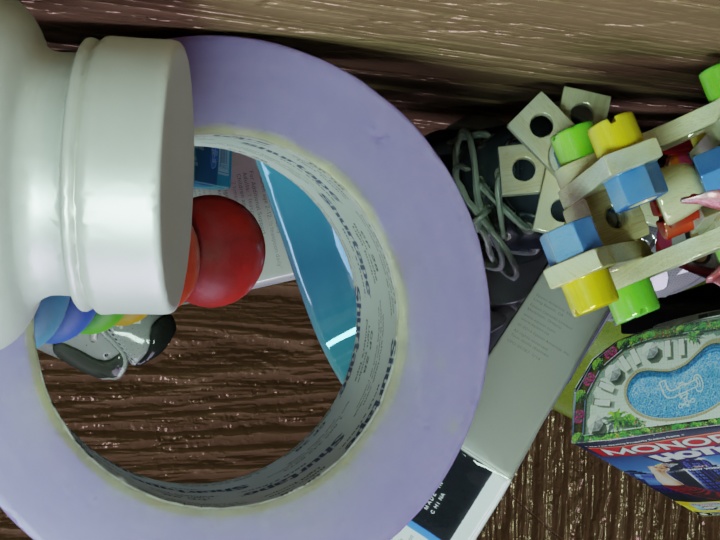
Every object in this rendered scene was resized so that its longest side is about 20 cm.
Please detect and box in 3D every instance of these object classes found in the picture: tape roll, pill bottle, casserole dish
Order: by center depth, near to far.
[{"bbox_3d":[-0.153,-0.031,0.653,0.198,0.112,0.111,2,180,2],"label":"pill bottle"},{"bbox_3d":[-0.057,0.017,0.803,0.198,0.202,0.085,2,-179,-11],"label":"tape roll"},{"bbox_3d":[0.000,0.000,0.988,0.039,0.201,0.121,-26,-143,-11],"label":"casserole dish"}]

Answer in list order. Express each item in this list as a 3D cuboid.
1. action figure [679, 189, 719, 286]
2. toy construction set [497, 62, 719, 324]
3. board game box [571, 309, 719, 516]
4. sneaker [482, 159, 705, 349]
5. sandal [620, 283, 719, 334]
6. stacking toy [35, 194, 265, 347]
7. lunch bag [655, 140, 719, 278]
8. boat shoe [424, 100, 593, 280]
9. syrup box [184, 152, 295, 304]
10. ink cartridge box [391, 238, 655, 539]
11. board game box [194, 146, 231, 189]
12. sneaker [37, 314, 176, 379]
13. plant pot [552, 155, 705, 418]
[{"bbox_3d":[0.190,-0.028,0.698,0.198,0.135,0.149,-2,-163,-15],"label":"action figure"},{"bbox_3d":[0.118,-0.030,0.836,0.130,0.093,0.200,-22,-171,-1],"label":"toy construction set"},{"bbox_3d":[0.192,0.040,0.862,0.199,0.062,0.200,-10,158,26],"label":"board game box"},{"bbox_3d":[0.101,0.019,1.069,0.199,0.075,0.115,-17,-150,28],"label":"sneaker"},{"bbox_3d":[0.181,0.028,1.001,0.075,0.046,0.199,-3,-177,37],"label":"sandal"},{"bbox_3d":[-0.125,-0.005,1.002,0.085,0.086,0.199,2,-174,43],"label":"stacking toy"},{"bbox_3d":[0.248,-0.030,0.956,0.175,0.083,0.199,1,180,-44],"label":"lunch bag"},{"bbox_3d":[0.069,-0.039,1.021,0.062,0.075,0.200,-31,-161,-18],"label":"boat shoe"},{"bbox_3d":[-0.100,-0.022,1.222,0.199,0.082,0.079,-13,179,23],"label":"syrup box"},{"bbox_3d":[0.063,0.058,0.932,0.039,0.100,0.200,32,-143,7],"label":"ink cartridge box"},{"bbox_3d":[-0.163,-0.063,0.932,0.198,0.047,0.151,2,180,4],"label":"board game box"},{"bbox_3d":[-0.142,-0.007,1.124,0.115,0.075,0.200,32,154,6],"label":"sneaker"},{"bbox_3d":[0.153,0.010,1.206,0.191,0.202,0.200,13,-178,9],"label":"plant pot"}]
